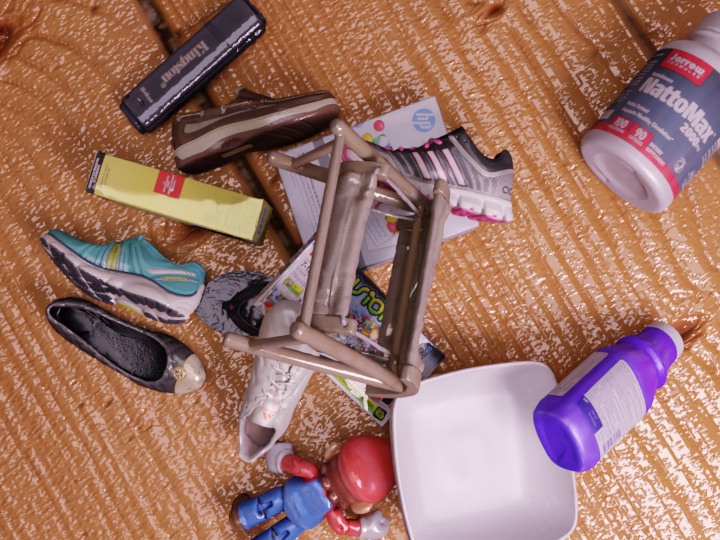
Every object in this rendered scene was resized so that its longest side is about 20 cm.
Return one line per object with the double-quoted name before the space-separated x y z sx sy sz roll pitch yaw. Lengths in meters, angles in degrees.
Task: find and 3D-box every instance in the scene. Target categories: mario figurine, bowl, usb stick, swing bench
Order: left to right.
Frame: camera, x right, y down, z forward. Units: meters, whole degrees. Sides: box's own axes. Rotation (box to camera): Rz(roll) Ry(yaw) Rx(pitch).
"usb stick" -0.195 -0.241 0.938 0.199 0.033 0.056 -41 87 0
"mario figurine" -0.041 0.249 0.896 0.198 0.107 0.124 -29 122 11
"swing bench" 0.000 0.000 0.768 0.198 0.129 0.203 23 69 -34
"bowl" 0.124 0.205 0.862 0.196 0.075 0.204 -8 86 -16

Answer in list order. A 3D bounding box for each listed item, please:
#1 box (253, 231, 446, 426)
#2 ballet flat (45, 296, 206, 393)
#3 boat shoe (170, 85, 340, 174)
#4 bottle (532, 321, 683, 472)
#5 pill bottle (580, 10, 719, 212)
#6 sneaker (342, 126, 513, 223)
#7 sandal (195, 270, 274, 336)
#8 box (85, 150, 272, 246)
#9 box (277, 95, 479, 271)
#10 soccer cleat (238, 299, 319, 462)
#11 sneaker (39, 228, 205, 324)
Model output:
"box" -0.011 0.064 0.885 0.200 0.035 0.110 44 90 -12
"ballet flat" -0.269 0.090 0.910 0.197 0.057 0.068 23 89 3
"boat shoe" -0.125 -0.178 0.913 0.199 0.075 0.076 -17 80 2
"bottle" 0.268 0.125 0.848 0.199 0.065 0.085 -34 107 -28
"pill bottle" 0.346 -0.176 0.870 0.119 0.120 0.201 41 89 4
"sneaker" 0.079 -0.116 0.862 0.196 0.074 0.089 16 87 -1
"sandal" -0.093 0.045 0.909 0.196 0.048 0.077 10 88 3
"box" -0.203 -0.080 0.909 0.196 0.075 0.051 17 87 4
"box" 0.018 -0.089 0.917 0.197 0.041 0.159 -19 87 0
"soccer cleat" -0.089 0.121 0.846 0.068 0.078 0.202 21 126 5
"sneaker" -0.271 -0.003 0.919 0.197 0.078 0.081 21 62 5
